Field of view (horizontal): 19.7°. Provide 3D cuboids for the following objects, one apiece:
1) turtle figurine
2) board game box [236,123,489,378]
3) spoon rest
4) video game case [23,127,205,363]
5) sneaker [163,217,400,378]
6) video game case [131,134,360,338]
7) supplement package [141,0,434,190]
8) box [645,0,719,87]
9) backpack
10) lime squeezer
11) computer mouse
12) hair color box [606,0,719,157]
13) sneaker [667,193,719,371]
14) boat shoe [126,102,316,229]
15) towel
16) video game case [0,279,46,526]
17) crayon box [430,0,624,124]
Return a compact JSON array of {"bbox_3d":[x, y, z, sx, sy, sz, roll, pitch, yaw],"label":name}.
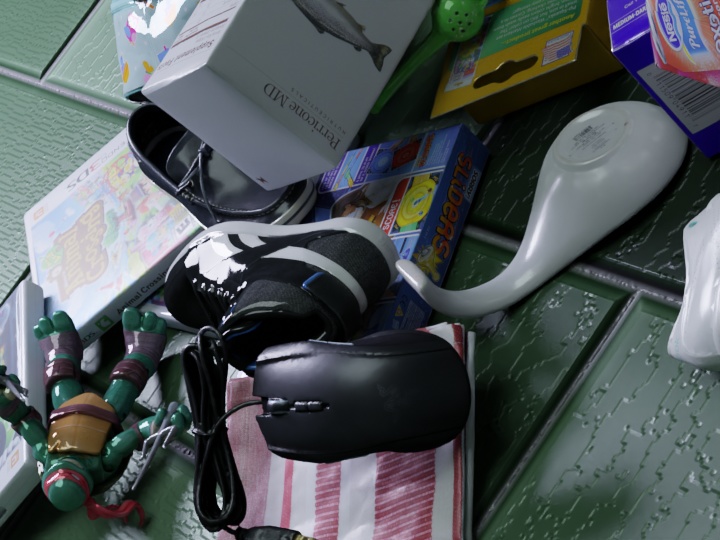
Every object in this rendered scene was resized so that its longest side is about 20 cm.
[{"bbox_3d":[-0.194,0.102,1.447,0.201,0.148,0.101,-87,11,-59],"label":"turtle figurine"},{"bbox_3d":[0.000,0.000,1.399,0.135,0.034,0.201,-9,49,45],"label":"board game box"},{"bbox_3d":[0.118,-0.036,1.295,0.199,0.061,0.099,-36,34,-5],"label":"spoon rest"},{"bbox_3d":[-0.187,-0.039,1.624,0.182,0.022,0.201,-39,35,14],"label":"video game case"},{"bbox_3d":[-0.078,0.023,1.340,0.199,0.073,0.112,-12,27,42],"label":"sneaker"},{"bbox_3d":[-0.107,-0.038,1.574,0.199,0.023,0.183,11,64,52],"label":"video game case"},{"bbox_3d":[-0.036,-0.172,1.405,0.117,0.117,0.201,-12,45,62],"label":"supplement package"},{"bbox_3d":[0.261,-0.177,1.147,0.199,0.096,0.100,-24,25,-22],"label":"box"},{"bbox_3d":[-0.094,-0.196,1.573,0.199,0.175,0.155,-20,86,49],"label":"backpack"},{"bbox_3d":[0.075,-0.190,1.425,0.201,0.038,0.071,-58,3,-12],"label":"lime squeezer"},{"bbox_3d":[-0.029,0.106,1.231,0.198,0.046,0.142,0,96,29],"label":"computer mouse"},{"bbox_3d":[0.201,-0.180,1.284,0.065,0.109,0.201,-30,38,25],"label":"hair color box"},{"bbox_3d":[0.221,-0.037,1.159,0.088,0.075,0.201,-10,49,59],"label":"sneaker"},{"bbox_3d":[-0.107,-0.074,1.502,0.075,0.062,0.199,-47,41,-12],"label":"boat shoe"},{"bbox_3d":[-0.012,0.118,1.274,0.199,0.023,0.145,-17,62,39],"label":"towel"},{"bbox_3d":[-0.294,0.133,1.573,0.182,0.023,0.201,-47,32,27],"label":"video game case"},{"bbox_3d":[0.126,-0.183,1.426,0.125,0.052,0.201,-19,43,38],"label":"crayon box"}]
